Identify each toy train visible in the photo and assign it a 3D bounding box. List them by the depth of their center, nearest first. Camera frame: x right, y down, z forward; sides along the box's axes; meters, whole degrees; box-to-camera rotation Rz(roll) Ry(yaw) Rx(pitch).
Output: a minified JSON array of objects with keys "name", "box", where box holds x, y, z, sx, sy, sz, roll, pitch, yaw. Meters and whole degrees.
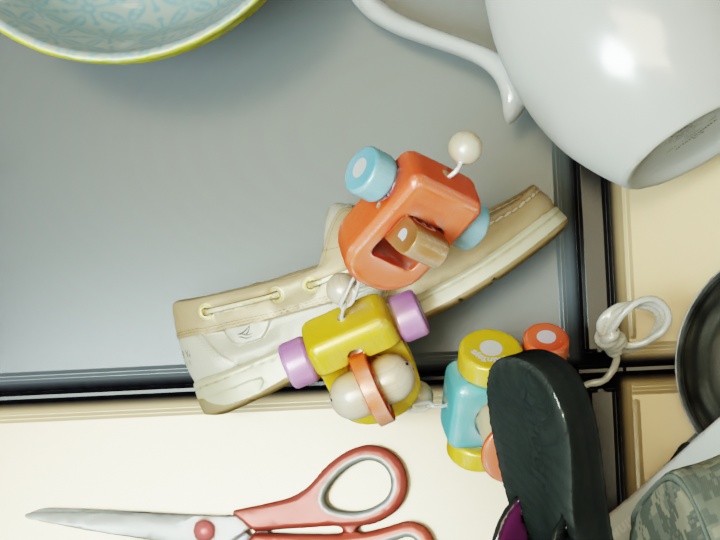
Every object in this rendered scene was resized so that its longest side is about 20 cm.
[{"name":"toy train","box":[0.051,0.030,1.129,0.200,0.056,0.150,30,118,-34]}]

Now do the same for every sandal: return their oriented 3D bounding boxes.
[{"name":"sandal","box":[0.081,0.136,1.098,0.048,0.075,0.201,-18,100,-29]}]

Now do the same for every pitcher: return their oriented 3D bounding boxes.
[{"name":"pitcher","box":[0.091,-0.128,1.177,0.171,0.121,0.200,-37,72,24]}]

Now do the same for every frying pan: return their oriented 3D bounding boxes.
[{"name":"frying pan","box":[0.190,0.079,1.179,0.115,0.031,0.190,25,89,-1]}]

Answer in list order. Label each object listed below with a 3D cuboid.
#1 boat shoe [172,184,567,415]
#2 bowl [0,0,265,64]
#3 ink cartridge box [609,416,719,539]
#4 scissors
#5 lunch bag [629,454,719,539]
[{"name":"boat shoe","box":[0.000,0.000,1.192,0.200,0.074,0.069,-26,90,6]},{"name":"bowl","box":[-0.107,-0.191,1.198,0.200,0.108,0.201,0,86,7]},{"name":"ink cartridge box","box":[0.222,0.137,1.148,0.200,0.044,0.174,-40,74,-8]},{"name":"scissors","box":[-0.064,0.135,1.221,0.200,0.014,0.073,-10,88,5]},{"name":"lunch bag","box":[0.224,0.153,1.055,0.167,0.139,0.200,-15,72,-12]}]
